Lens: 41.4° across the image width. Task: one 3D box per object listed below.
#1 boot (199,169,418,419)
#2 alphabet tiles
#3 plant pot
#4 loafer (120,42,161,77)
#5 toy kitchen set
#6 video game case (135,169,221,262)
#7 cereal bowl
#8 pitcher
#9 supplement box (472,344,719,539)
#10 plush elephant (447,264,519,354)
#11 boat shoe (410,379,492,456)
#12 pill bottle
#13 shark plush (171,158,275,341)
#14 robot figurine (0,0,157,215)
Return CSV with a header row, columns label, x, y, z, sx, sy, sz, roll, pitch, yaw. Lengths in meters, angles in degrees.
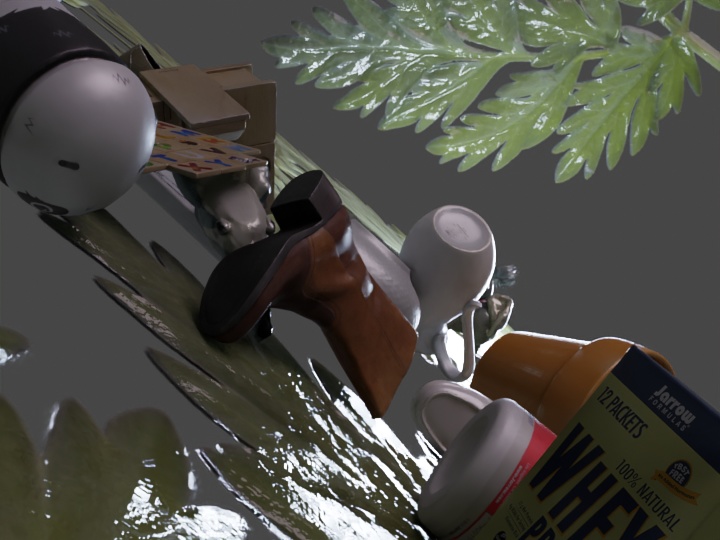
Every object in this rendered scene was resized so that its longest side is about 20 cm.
label,x,y,z,sx,sy,sz,roll,pitch,yaw
boot,-0.036,0.049,0.800,0.201,0.068,0.189,61,35,-28
alphabet tiles,-0.191,-0.115,0.864,0.198,0.006,0.166,18,21,28
plant pot,0.229,0.159,1.091,0.199,0.202,0.182,32,-6,-41
loafer,-0.294,-0.277,1.471,0.199,0.070,0.075,39,8,-2
toy kitchen set,-0.187,-0.128,1.130,0.198,0.183,0.163,-15,35,-28
video game case,-0.136,-0.036,1.017,0.200,0.024,0.182,41,7,18
cereal bowl,0.000,0.000,1.148,0.200,0.084,0.200,42,2,-1
pitcher,0.113,0.032,1.229,0.120,0.201,0.172,-19,57,-34
supplement box,0.186,0.195,0.547,0.199,0.201,0.134,36,8,-20
plush elephant,0.169,0.057,1.549,0.197,0.165,0.157,5,56,-10
boat shoe,0.130,0.177,0.872,0.199,0.071,0.069,40,6,-6
pill bottle,0.147,0.196,0.692,0.199,0.113,0.112,39,8,-1
shark plush,-0.104,-0.022,0.859,0.090,0.084,0.201,-13,52,-34
robot figurine,-0.237,-0.127,0.695,0.200,0.150,0.125,41,-21,24
